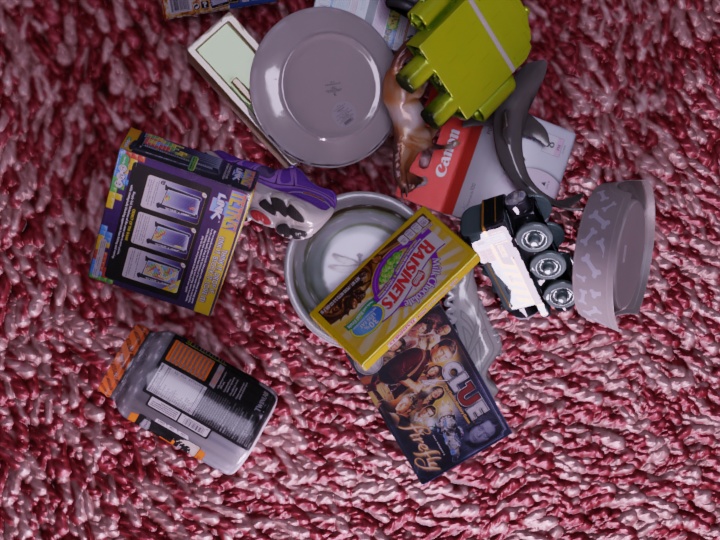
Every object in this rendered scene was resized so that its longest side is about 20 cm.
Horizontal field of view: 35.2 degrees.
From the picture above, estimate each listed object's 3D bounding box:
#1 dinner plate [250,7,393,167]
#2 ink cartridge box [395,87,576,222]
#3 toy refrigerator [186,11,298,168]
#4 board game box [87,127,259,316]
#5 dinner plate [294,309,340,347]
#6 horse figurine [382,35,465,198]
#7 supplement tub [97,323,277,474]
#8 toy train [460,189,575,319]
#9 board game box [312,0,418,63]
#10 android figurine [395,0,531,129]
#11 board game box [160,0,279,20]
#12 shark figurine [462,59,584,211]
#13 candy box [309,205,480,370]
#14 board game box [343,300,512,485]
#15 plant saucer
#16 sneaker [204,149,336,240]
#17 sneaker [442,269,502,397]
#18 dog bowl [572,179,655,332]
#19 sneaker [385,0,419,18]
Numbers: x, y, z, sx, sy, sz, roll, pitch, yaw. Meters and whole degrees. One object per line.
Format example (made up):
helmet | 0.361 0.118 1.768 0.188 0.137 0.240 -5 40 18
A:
dinner plate | -0.039 -0.229 1.420 0.200 0.024 0.200 -1 94 -20
ink cartridge box | 0.168 -0.139 1.510 0.200 0.057 0.163 20 86 -11
toy refrigerator | -0.129 -0.228 1.462 0.076 0.070 0.200 -42 94 -7
board game box | -0.231 -0.057 1.397 0.165 0.057 0.200 19 124 -8
dinner plate | 0.001 0.005 1.495 0.200 0.024 0.200 0 89 -8
horse figurine | 0.074 -0.207 1.433 0.132 0.050 0.200 -26 117 -32
supplement tub | -0.215 0.156 1.412 0.200 0.123 0.123 31 85 -5
toy train | 0.208 -0.017 1.460 0.114 0.085 0.200 -16 129 21
board game box | 0.043 -0.357 1.492 0.200 0.064 0.148 15 87 -6
android figurine | 0.134 -0.274 1.398 0.200 0.041 0.182 -49 124 -11
board game box | -0.192 -0.429 1.433 0.151 0.046 0.200 -11 114 -8
shark figurine | 0.204 -0.161 1.453 0.128 0.090 0.215 -16 79 7
candy box | 0.043 0.020 1.405 0.200 0.026 0.102 -44 67 -7
board game box | 0.086 0.153 1.435 0.135 0.035 0.200 -30 103 0
plant saucer | 0.000 0.000 1.459 0.200 0.050 0.200 0 88 -7
sneaker | -0.115 -0.103 1.438 0.200 0.081 0.083 27 49 26
sneaker | 0.145 0.076 1.482 0.081 0.075 0.200 1 95 7
dog bowl | 0.326 -0.022 1.462 0.059 0.200 0.200 8 87 27
sneaker | 0.120 -0.347 1.442 0.200 0.071 0.099 13 98 -12
